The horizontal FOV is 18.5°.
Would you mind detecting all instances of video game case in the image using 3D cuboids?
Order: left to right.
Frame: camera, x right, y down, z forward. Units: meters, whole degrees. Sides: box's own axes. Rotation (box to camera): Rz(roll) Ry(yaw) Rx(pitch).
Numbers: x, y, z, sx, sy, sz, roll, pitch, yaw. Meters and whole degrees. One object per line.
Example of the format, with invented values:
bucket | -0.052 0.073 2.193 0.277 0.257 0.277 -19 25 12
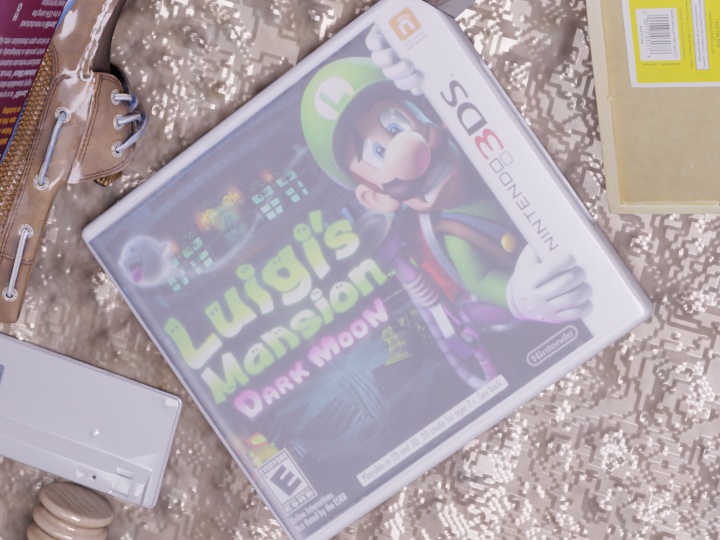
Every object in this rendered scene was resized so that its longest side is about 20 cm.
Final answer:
video game case | 0.000 0.000 0.995 0.199 0.023 0.182 -36 88 16

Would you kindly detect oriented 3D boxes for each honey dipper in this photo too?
honey dipper | -0.166 0.198 1.059 0.038 0.038 0.201 23 105 10

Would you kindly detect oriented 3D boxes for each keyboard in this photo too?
keyboard | -0.182 0.055 1.057 0.199 0.011 0.057 18 97 11

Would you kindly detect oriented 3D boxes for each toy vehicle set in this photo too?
toy vehicle set | 0.153 -0.101 0.879 0.123 0.027 0.201 1 137 13

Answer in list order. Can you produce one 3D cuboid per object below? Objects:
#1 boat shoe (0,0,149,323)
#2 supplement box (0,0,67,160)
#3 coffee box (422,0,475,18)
boat shoe | -0.135 -0.069 1.001 0.072 0.072 0.201 30 103 -8
supplement box | -0.181 -0.133 0.915 0.110 0.086 0.201 26 100 9
coffee box | 0.071 -0.204 0.895 0.200 0.113 0.080 -39 71 15
